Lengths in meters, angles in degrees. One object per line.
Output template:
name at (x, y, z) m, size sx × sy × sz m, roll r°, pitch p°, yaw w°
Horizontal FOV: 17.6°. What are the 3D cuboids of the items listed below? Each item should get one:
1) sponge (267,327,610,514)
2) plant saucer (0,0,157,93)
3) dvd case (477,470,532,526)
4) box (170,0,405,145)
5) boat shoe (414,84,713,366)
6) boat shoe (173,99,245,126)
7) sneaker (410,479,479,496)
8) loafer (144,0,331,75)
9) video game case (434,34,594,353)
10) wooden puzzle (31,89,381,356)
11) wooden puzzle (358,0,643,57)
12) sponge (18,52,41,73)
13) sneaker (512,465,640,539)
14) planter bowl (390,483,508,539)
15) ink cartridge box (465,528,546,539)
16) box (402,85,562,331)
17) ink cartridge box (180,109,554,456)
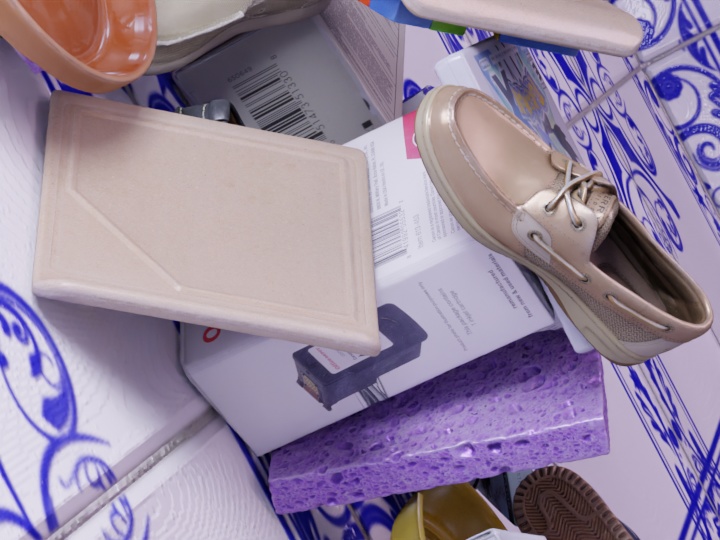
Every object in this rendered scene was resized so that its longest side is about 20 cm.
sponge at (0.045, 0.086, 1.364) m, size 0.112 × 0.200 × 0.030 m, roll -84°, pitch 161°, yaw -60°
plant saucer at (-0.178, -0.186, 1.248) m, size 0.200 × 0.032 × 0.200 m, roll 51°, pitch 24°, yaw -34°
dvd case at (0.081, 0.083, 1.587) m, size 0.200 × 0.022 × 0.146 m, roll -145°, pitch -135°, yaw -77°
box at (-0.046, -0.155, 1.612) m, size 0.128 × 0.109 × 0.200 m, roll 55°, pitch 18°, yaw -24°
boat shoe at (0.112, -0.032, 1.252) m, size 0.200 × 0.064 × 0.071 m, roll 43°, pitch 52°, yaw -20°
boat shoe at (-0.061, -0.040, 1.470) m, size 0.200 × 0.068 × 0.072 m, roll 46°, pitch 22°, yaw -48°
sneaker at (0.033, 0.060, 1.551) m, size 0.079 × 0.078 × 0.200 m, roll 93°, pitch -26°, yaw -80°
loafer at (-0.094, -0.179, 1.426) m, size 0.200 × 0.068 × 0.076 m, roll -24°, pitch 65°, yaw -35°
video game case at (0.110, -0.054, 1.382) m, size 0.182 × 0.022 × 0.200 m, roll 63°, pitch 15°, yaw -3°
wooden puzzle at (-0.084, -0.023, 1.271) m, size 0.185 × 0.037 × 0.200 m, roll 11°, pitch 34°, yaw -12°
wooden puzzle at (0.045, -0.176, 1.395) m, size 0.185 × 0.046 × 0.200 m, roll 6°, pitch 24°, yaw -36°
sponge at (-0.222, -0.212, 1.289) m, size 0.200 × 0.030 × 0.112 m, roll 53°, pitch 19°, yaw -31°
sneaker at (0.171, 0.218, 1.451) m, size 0.200 × 0.070 × 0.109 m, roll 57°, pitch 1°, yaw 29°
planter bowl at (0.051, 0.224, 1.369) m, size 0.200 × 0.083 × 0.200 m, roll 55°, pitch 18°, yaw -27°
ink cartridge box at (0.125, 0.250, 1.334) m, size 0.174 × 0.044 × 0.200 m, roll 19°, pitch 46°, yaw -65°
box at (0.077, -0.026, 1.794) m, size 0.184 × 0.105 × 0.200 m, roll 66°, pitch 17°, yaw 13°
ink cartridge box at (0.000, 0.000, 1.360) m, size 0.084 × 0.200 × 0.145 m, roll 54°, pitch 18°, yaw -35°
